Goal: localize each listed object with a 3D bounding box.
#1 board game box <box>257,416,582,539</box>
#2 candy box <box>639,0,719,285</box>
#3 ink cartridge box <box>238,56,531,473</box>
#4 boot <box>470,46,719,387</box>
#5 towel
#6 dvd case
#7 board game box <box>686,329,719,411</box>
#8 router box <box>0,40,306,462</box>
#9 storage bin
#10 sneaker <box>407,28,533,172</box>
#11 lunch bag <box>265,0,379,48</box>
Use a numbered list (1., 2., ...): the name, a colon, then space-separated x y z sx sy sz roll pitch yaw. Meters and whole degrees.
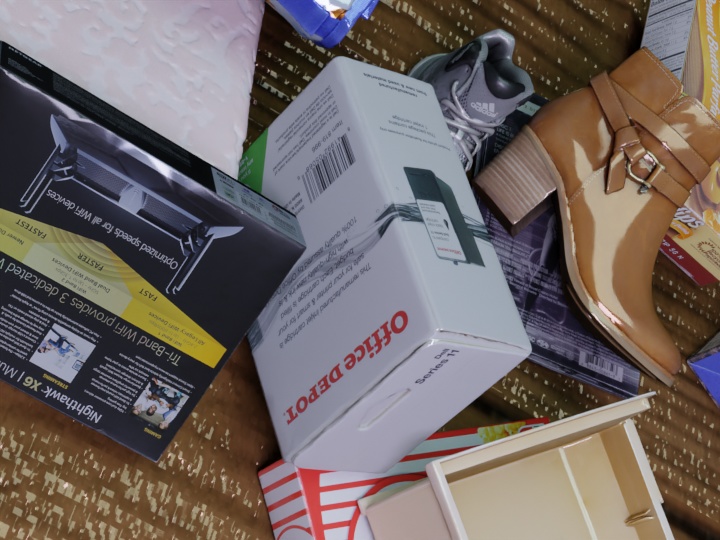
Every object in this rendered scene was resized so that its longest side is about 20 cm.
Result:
1. board game box: 0.047 0.178 1.208 0.200 0.046 0.152 -5 73 -35
2. candy box: 0.251 -0.104 1.442 0.115 0.055 0.200 39 51 -32
3. ink cartridge box: 0.000 0.000 1.157 0.083 0.147 0.200 12 48 -40
4. boot: 0.191 -0.037 1.320 0.155 0.077 0.200 -38 81 -3
5. towel: -0.149 -0.153 1.201 0.191 0.032 0.200 26 43 -21
6. dvd case: 0.140 -0.024 1.375 0.148 0.016 0.200 22 60 -24
7. board game box: 0.362 0.032 1.407 0.200 0.159 0.097 -37 93 -38
8. router box: -0.155 -0.008 1.090 0.200 0.157 0.052 31 14 -19
9. storage bin: 0.126 0.195 1.164 0.198 0.094 0.200 -13 78 -37
10. sneaker: 0.054 -0.084 1.280 0.075 0.115 0.200 32 56 -18
11. lunch bag: -0.051 -0.237 1.235 0.170 0.124 0.200 39 29 -10
